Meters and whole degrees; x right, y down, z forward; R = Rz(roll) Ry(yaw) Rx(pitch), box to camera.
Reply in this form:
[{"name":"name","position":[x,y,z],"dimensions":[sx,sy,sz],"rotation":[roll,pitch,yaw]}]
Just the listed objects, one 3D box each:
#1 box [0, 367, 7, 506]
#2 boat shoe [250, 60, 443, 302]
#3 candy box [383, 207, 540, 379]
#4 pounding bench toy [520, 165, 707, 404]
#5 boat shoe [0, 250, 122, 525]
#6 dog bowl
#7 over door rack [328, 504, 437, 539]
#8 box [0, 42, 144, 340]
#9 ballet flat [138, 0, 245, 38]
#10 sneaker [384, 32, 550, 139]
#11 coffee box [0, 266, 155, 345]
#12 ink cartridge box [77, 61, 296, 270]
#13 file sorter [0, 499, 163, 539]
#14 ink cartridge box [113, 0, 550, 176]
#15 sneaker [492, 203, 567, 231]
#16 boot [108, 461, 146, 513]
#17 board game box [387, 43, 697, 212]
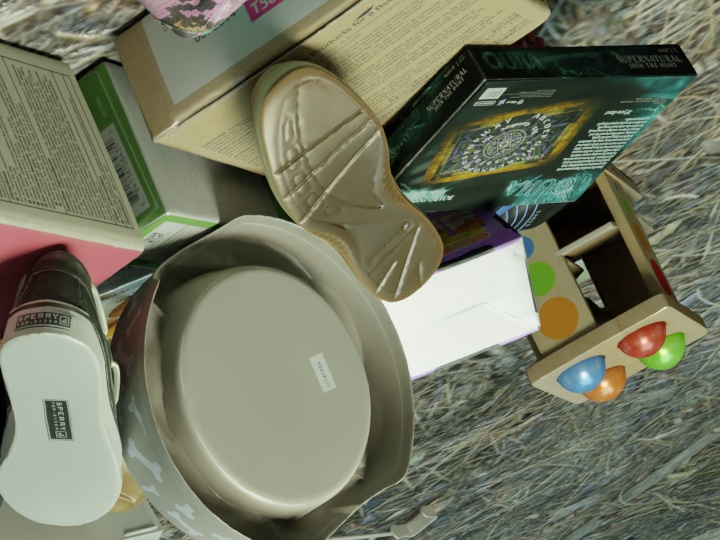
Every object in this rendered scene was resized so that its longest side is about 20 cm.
[{"name":"box","position":[-0.320,0.070,1.365],"dimensions":[0.196,0.199,0.125],"rotation":[21,89,-63]},{"name":"boat shoe","position":[-0.017,-0.057,1.406],"dimensions":[0.072,0.065,0.200],"rotation":[-42,140,-3]},{"name":"candy box","position":[0.000,0.000,1.619],"dimensions":[0.167,0.200,0.072],"rotation":[-21,118,-12]},{"name":"pounding bench toy","position":[0.192,0.022,1.958],"dimensions":[0.124,0.157,0.200],"rotation":[-30,160,15]},{"name":"boat shoe","position":[-0.162,0.069,1.354],"dimensions":[0.070,0.064,0.200],"rotation":[6,142,-3]},{"name":"dog bowl","position":[-0.060,0.071,1.425],"dimensions":[0.199,0.201,0.059],"rotation":[-5,168,-44]},{"name":"over door rack","position":[-0.051,0.175,2.069],"dimensions":[0.199,0.148,0.067],"rotation":[-8,152,-39]},{"name":"box","position":[-0.229,-0.048,1.312],"dimensions":[0.109,0.128,0.200],"rotation":[-33,158,23]},{"name":"ballet flat","position":[-0.046,-0.193,1.272],"dimensions":[0.200,0.069,0.071],"rotation":[-34,139,25]},{"name":"sneaker","position":[0.056,-0.112,1.593],"dimensions":[0.199,0.081,0.074],"rotation":[-6,-178,-42]},{"name":"coffee box","position":[-0.194,0.012,1.579],"dimensions":[0.199,0.080,0.114],"rotation":[-23,161,-7]},{"name":"ink cartridge box","position":[-0.098,-0.054,1.492],"dimensions":[0.059,0.104,0.200],"rotation":[-34,159,25]},{"name":"file sorter","position":[-0.277,0.198,1.833],"dimensions":[0.199,0.139,0.125],"rotation":[-11,143,-35]},{"name":"ink cartridge box","position":[-0.014,-0.139,1.417],"dimensions":[0.199,0.075,0.165],"rotation":[-32,158,20]},{"name":"sneaker","position":[0.087,-0.046,1.785],"dimensions":[0.199,0.070,0.078],"rotation":[-26,154,0]},{"name":"boot","position":[-0.249,0.131,1.737],"dimensions":[0.175,0.066,0.200],"rotation":[-36,136,25]},{"name":"board game box","position":[0.101,-0.087,1.525],"dimensions":[0.199,0.028,0.135],"rotation":[-5,148,-45]}]
